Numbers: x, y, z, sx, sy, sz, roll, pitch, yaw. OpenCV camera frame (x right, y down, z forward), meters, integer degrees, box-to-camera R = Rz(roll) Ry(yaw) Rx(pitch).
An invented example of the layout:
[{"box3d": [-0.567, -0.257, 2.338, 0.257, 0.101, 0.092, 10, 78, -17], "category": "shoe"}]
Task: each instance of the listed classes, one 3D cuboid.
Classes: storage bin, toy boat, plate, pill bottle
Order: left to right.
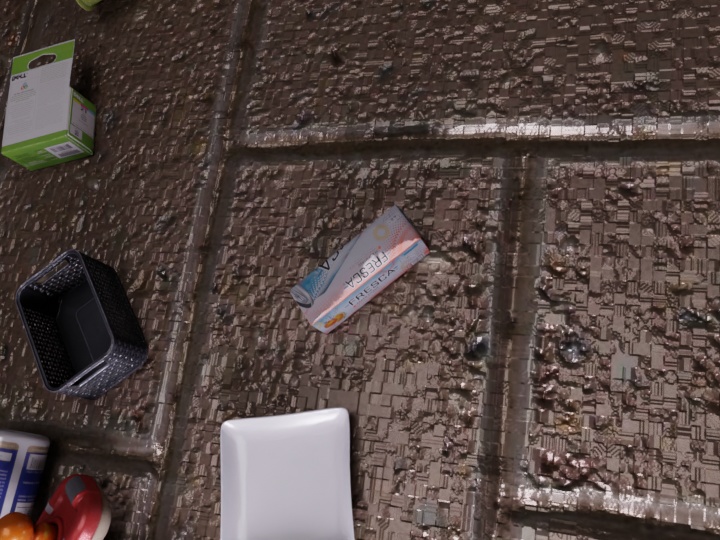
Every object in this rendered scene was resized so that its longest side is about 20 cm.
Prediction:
[{"box3d": [-0.552, 0.345, 1.106, 0.114, 0.116, 0.203, 4, 74, 21], "category": "pill bottle"}, {"box3d": [-0.457, 0.382, 1.038, 0.130, 0.130, 0.202, 23, 80, 51], "category": "toy boat"}, {"box3d": [-0.442, 0.086, 1.161, 0.134, 0.094, 0.201, -34, 66, 6], "category": "storage bin"}, {"box3d": [-0.099, 0.300, 1.005, 0.197, 0.032, 0.203, -10, 71, 16], "category": "plate"}]

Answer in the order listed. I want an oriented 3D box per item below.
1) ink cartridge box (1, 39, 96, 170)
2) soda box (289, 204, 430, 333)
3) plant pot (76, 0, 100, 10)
[{"box3d": [-0.563, -0.302, 1.335, 0.146, 0.076, 0.203, -9, 69, 17], "category": "ink cartridge box"}, {"box3d": [0.000, 0.000, 1.046, 0.199, 0.064, 0.069, -39, 65, 4], "category": "soda box"}, {"box3d": [-0.447, -0.604, 1.344, 0.187, 0.200, 0.203, -14, 69, 1], "category": "plant pot"}]
